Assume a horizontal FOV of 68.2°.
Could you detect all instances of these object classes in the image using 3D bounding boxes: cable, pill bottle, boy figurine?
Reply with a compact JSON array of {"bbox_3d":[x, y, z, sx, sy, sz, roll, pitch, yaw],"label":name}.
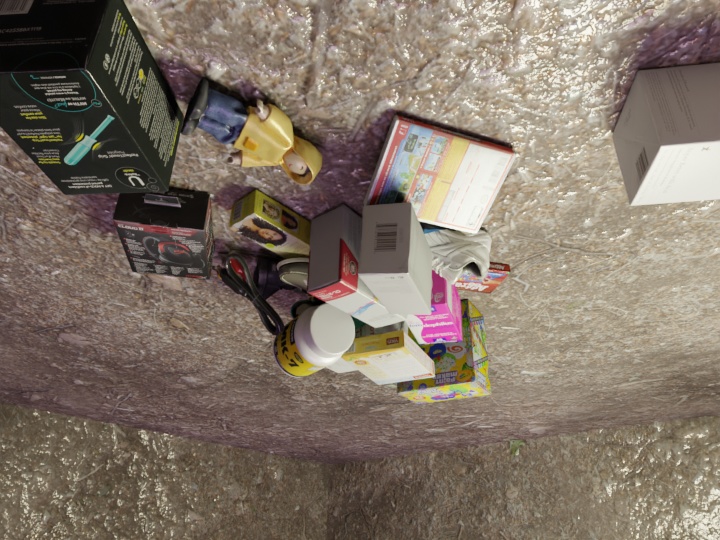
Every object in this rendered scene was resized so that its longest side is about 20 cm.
[{"bbox_3d":[-0.211,0.034,1.048,0.199,0.051,0.097,42,130,-3],"label":"cable"},{"bbox_3d":[-0.093,0.137,1.049,0.111,0.118,0.199,14,154,-23],"label":"pill bottle"},{"bbox_3d":[-0.143,-0.178,0.731,0.196,0.066,0.123,24,142,-30],"label":"boy figurine"}]

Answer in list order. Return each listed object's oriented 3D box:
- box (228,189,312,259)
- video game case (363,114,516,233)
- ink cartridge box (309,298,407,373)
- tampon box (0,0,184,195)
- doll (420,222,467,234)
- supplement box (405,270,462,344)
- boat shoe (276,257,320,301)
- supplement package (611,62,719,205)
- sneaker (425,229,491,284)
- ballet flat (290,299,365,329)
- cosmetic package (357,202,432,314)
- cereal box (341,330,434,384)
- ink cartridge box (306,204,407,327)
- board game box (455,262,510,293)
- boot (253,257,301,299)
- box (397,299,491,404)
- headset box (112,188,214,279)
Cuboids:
[{"bbox_3d":[-0.134,-0.066,0.951,0.074,0.052,0.198,-21,145,37],"label":"box"},{"bbox_3d":[0.117,-0.136,0.789,0.194,0.018,0.146,10,125,-18],"label":"video game case"},{"bbox_3d":[-0.004,0.132,1.211,0.195,0.149,0.144,-15,149,26],"label":"ink cartridge box"},{"bbox_3d":[-0.320,-0.201,0.624,0.145,0.130,0.201,-1,153,4],"label":"tampon box"},{"bbox_3d":[0.124,-0.105,0.872,0.196,0.050,0.135,21,144,-32],"label":"doll"},{"bbox_3d":[0.146,0.068,1.096,0.098,0.106,0.201,-7,149,18],"label":"supplement box"},{"bbox_3d":[-0.068,0.028,1.007,0.198,0.062,0.071,17,150,-34],"label":"boat shoe"},{"bbox_3d":[0.442,-0.171,0.663,0.193,0.123,0.122,-4,151,8],"label":"supplement package"},{"bbox_3d":[0.148,-0.027,0.960,0.193,0.102,0.078,3,153,-5],"label":"sneaker"},{"bbox_3d":[-0.073,0.094,1.134,0.195,0.070,0.070,-3,169,34],"label":"ballet flat"},{"bbox_3d":[0.062,-0.011,0.839,0.079,0.116,0.201,-1,157,16],"label":"cosmetic package"},{"bbox_3d":[0.061,0.186,1.111,0.140,0.041,0.200,-12,149,21],"label":"cereal box"},{"bbox_3d":[0.000,0.000,0.964,0.081,0.150,0.198,-19,146,33],"label":"ink cartridge box"},{"bbox_3d":[0.203,0.009,1.114,0.193,0.020,0.104,6,152,-10],"label":"board game box"},{"bbox_3d":[-0.126,0.029,1.125,0.194,0.068,0.165,1,161,-18],"label":"boot"},{"bbox_3d":[0.196,0.201,1.282,0.195,0.198,0.122,-14,149,28],"label":"box"},{"bbox_3d":[-0.334,-0.067,0.926,0.144,0.077,0.201,6,152,-9],"label":"headset box"}]
